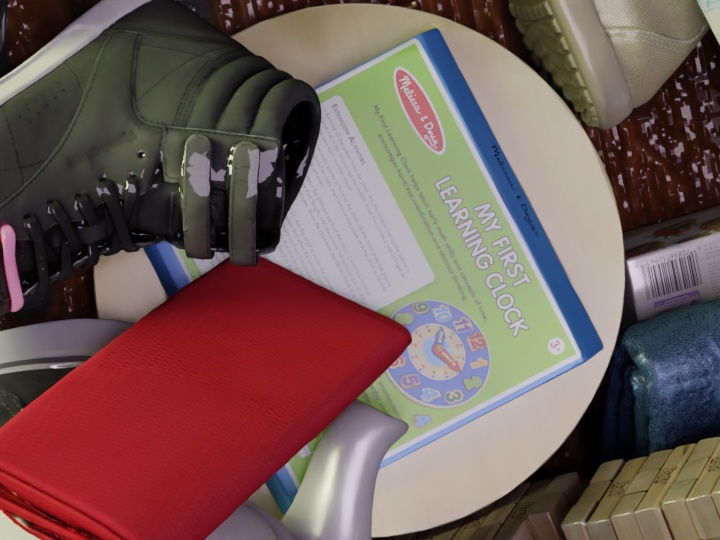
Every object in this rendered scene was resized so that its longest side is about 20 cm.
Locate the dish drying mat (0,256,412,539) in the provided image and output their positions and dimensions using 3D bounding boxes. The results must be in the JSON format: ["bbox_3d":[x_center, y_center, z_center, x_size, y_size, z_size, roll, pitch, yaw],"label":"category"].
[{"bbox_3d":[-0.055,0.046,1.006,0.077,0.200,0.018,25,118,15],"label":"dish drying mat"}]

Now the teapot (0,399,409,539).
[{"bbox_3d":[-0.083,0.135,1.003,0.197,0.200,0.146,-1,115,2],"label":"teapot"}]

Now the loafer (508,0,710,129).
[{"bbox_3d":[0.073,-0.153,1.107,0.068,0.076,0.200,-27,109,-14],"label":"loafer"}]

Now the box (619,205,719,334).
[{"bbox_3d":[0.192,-0.016,1.181,0.200,0.039,0.041,-17,106,-12],"label":"box"}]

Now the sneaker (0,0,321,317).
[{"bbox_3d":[-0.086,-0.023,1.026,0.200,0.099,0.071,-48,153,-39],"label":"sneaker"}]

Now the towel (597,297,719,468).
[{"bbox_3d":[0.194,0.041,1.164,0.200,0.049,0.112,-15,138,-12],"label":"towel"}]

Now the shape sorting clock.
[{"bbox_3d":[0.000,0.000,1.120,0.200,0.039,0.200,0,91,0],"label":"shape sorting clock"}]

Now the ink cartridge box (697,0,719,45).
[{"bbox_3d":[0.178,-0.158,1.094,0.145,0.087,0.200,-45,111,-39],"label":"ink cartridge box"}]

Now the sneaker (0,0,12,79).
[{"bbox_3d":[-0.171,-0.073,1.063,0.086,0.080,0.200,12,102,9],"label":"sneaker"}]

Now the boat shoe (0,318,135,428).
[{"bbox_3d":[-0.149,0.065,1.055,0.200,0.066,0.070,-4,146,-11],"label":"boat shoe"}]

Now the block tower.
[{"bbox_3d":[0.082,0.108,1.109,0.200,0.058,0.054,-15,108,29],"label":"block tower"}]
